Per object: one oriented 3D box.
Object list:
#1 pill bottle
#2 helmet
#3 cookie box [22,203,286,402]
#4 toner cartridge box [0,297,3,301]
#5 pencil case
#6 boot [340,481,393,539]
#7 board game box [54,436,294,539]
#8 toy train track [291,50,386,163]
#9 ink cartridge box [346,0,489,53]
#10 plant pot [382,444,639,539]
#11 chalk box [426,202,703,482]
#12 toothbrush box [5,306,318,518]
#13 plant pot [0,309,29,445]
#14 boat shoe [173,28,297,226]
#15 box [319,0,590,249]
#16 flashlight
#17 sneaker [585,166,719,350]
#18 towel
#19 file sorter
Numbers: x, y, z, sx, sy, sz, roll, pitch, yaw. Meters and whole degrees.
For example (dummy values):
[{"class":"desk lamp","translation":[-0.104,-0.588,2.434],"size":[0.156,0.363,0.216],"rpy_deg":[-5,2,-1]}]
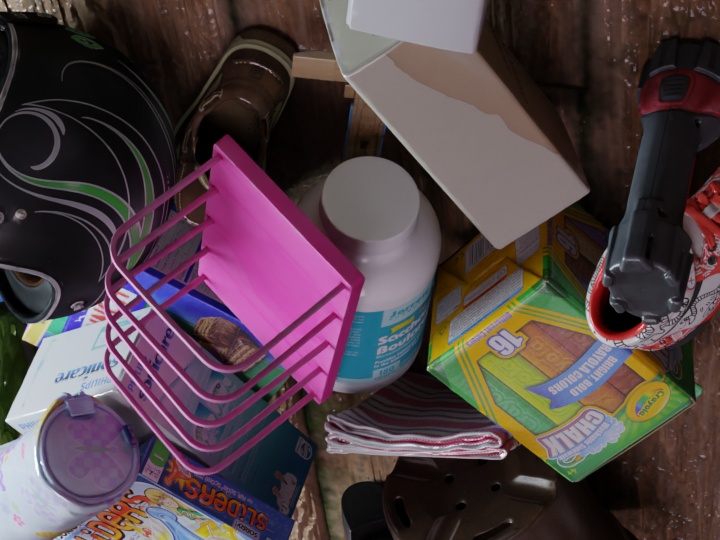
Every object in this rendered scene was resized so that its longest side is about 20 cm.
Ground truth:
[{"class":"pill bottle","translation":[0.000,0.000,1.459],"size":[0.110,0.112,0.201],"rpy_deg":[15,151,4]},{"class":"helmet","translation":[-0.223,-0.069,1.420],"size":[0.199,0.202,0.190],"rpy_deg":[-20,142,38]},{"class":"cookie box","translation":[-0.150,0.034,1.607],"size":[0.199,0.076,0.171],"rpy_deg":[27,143,-10]},{"class":"toner cartridge box","translation":[-0.340,-0.054,1.605],"size":[0.094,0.043,0.200],"rpy_deg":[-11,133,30]},{"class":"pencil case","translation":[-0.245,0.160,1.535],"size":[0.200,0.083,0.091],"rpy_deg":[-35,81,53]},{"class":"boot","translation":[0.025,0.318,1.795],"size":[0.068,0.189,0.201],"rpy_deg":[-18,136,-7]},{"class":"board game box","translation":[-0.157,0.206,1.596],"size":[0.135,0.035,0.200],"rpy_deg":[32,146,-16]},{"class":"toy train track","translation":[0.007,-0.122,1.399],"size":[0.113,0.033,0.201],"rpy_deg":[6,147,-3]},{"class":"ink cartridge box","translation":[0.052,-0.247,1.138],"size":[0.082,0.148,0.201],"rpy_deg":[12,142,4]},{"class":"plant pot","translation":[0.122,0.224,1.623],"size":[0.198,0.201,0.199],"rpy_deg":[-4,137,26]},{"class":"chalk box","translation":[0.161,0.057,1.455],"size":[0.199,0.124,0.124],"rpy_deg":[37,123,-21]},{"class":"toothbrush box","translation":[-0.157,0.130,1.598],"size":[0.146,0.086,0.200],"rpy_deg":[-17,132,43]},{"class":"plant pot","translation":[-0.386,0.095,1.710],"size":[0.188,0.201,0.201],"rpy_deg":[-2,139,4]},{"class":"boat shoe","translation":[-0.103,-0.085,1.448],"size":[0.074,0.075,0.203],"rpy_deg":[20,141,-3]},{"class":"box","translation":[0.062,-0.114,1.297],"size":[0.077,0.095,0.200],"rpy_deg":[-31,136,15]},{"class":"flashlight","translation":[0.194,-0.056,1.264],"size":[0.067,0.201,0.068],"rpy_deg":[26,142,-12]},{"class":"sneaker","translation":[0.229,-0.025,1.313],"size":[0.067,0.108,0.202],"rpy_deg":[49,116,24]},{"class":"towel","translation":[0.070,0.104,1.540],"size":[0.145,0.200,0.030],"rpy_deg":[1,101,21]},{"class":"file sorter","translation":[-0.099,0.035,1.394],"size":[0.139,0.125,0.200],"rpy_deg":[46,157,14]}]
